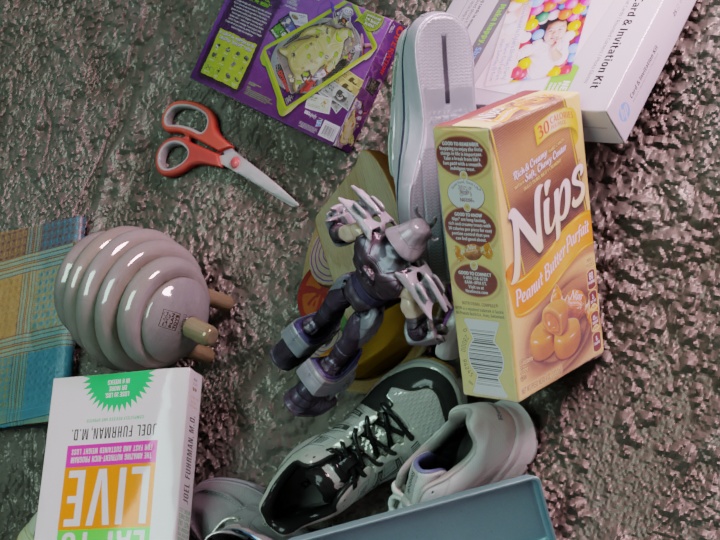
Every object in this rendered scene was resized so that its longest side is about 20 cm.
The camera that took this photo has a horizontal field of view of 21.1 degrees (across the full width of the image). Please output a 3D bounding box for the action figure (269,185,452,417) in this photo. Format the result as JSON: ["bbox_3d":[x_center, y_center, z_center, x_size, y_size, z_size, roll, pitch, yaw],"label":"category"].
[{"bbox_3d":[0.002,0.019,1.427,0.200,0.069,0.131,-50,60,39],"label":"action figure"}]

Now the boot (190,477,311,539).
[{"bbox_3d":[-0.095,0.215,1.554,0.199,0.095,0.074,23,91,41],"label":"boot"}]

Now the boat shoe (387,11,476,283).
[{"bbox_3d":[0.057,-0.090,1.452,0.067,0.073,0.202,176,97,-70],"label":"boat shoe"}]

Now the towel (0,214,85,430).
[{"bbox_3d":[-0.321,0.054,1.841,0.146,0.022,0.202,-9,68,36],"label":"towel"}]

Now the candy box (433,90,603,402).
[{"bbox_3d":[0.116,-0.020,1.392,0.055,0.115,0.202,6,110,39],"label":"candy box"}]

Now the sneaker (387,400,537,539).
[{"bbox_3d":[0.049,0.177,1.457,0.074,0.087,0.201,37,101,38],"label":"sneaker"}]

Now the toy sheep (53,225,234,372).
[{"bbox_3d":[-0.189,0.028,1.667,0.199,0.137,0.139,14,85,41],"label":"toy sheep"}]

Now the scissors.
[{"bbox_3d":[-0.116,-0.107,1.729,0.199,0.014,0.074,15,84,42],"label":"scissors"}]

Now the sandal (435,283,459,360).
[{"bbox_3d":[0.103,-0.024,1.482,0.050,0.082,0.204,27,82,21],"label":"sandal"}]

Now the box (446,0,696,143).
[{"bbox_3d":[0.144,-0.173,1.489,0.199,0.041,0.157,9,59,39],"label":"box"}]

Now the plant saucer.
[{"bbox_3d":[0.042,0.200,1.417,0.198,0.070,0.019,-16,28,3],"label":"plant saucer"}]

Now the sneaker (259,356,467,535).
[{"bbox_3d":[0.002,0.145,1.490,0.076,0.088,0.200,49,120,0],"label":"sneaker"}]

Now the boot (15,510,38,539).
[{"bbox_3d":[-0.202,0.225,1.657,0.200,0.072,0.155,37,98,40],"label":"boot"}]

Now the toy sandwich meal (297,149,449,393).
[{"bbox_3d":[0.000,0.000,1.539,0.204,0.070,0.207,-16,69,48],"label":"toy sandwich meal"}]

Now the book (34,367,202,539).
[{"bbox_3d":[-0.201,0.186,1.607,0.132,0.048,0.202,-7,68,23],"label":"book"}]

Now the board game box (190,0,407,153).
[{"bbox_3d":[-0.057,-0.191,1.701,0.199,0.032,0.121,29,99,40],"label":"board game box"}]
